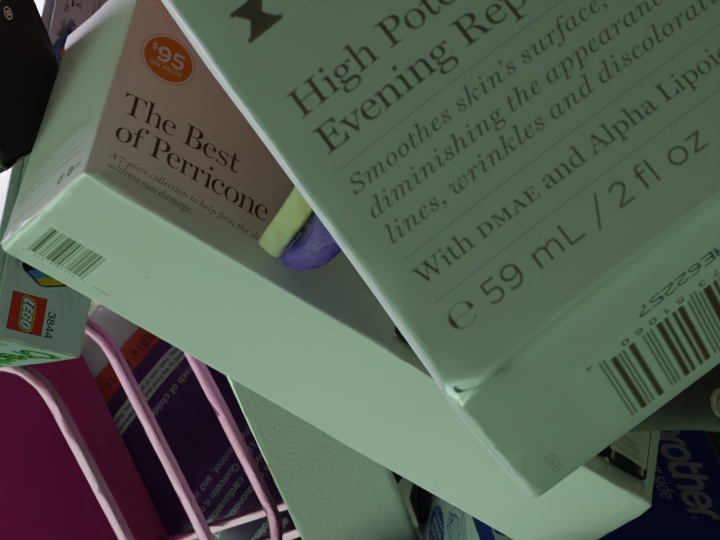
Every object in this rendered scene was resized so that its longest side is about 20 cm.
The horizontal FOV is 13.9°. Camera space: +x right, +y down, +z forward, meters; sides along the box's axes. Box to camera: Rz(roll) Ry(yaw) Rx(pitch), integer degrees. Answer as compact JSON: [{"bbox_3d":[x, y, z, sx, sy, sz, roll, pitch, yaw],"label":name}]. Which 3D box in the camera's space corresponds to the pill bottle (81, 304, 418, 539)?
[{"bbox_3d":[-0.041,0.094,1.263,0.200,0.112,0.112,39,165,7],"label":"pill bottle"}]

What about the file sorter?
[{"bbox_3d":[-0.099,0.071,1.101,0.125,0.200,0.139,-20,100,27],"label":"file sorter"}]

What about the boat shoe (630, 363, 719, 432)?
[{"bbox_3d":[0.116,0.032,0.687,0.200,0.057,0.067,22,163,-39],"label":"boat shoe"}]

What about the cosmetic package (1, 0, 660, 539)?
[{"bbox_3d":[0.000,0.000,0.860,0.200,0.083,0.051,30,136,-22],"label":"cosmetic package"}]

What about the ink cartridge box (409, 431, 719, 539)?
[{"bbox_3d":[0.081,0.114,0.898,0.200,0.094,0.044,-107,25,-57],"label":"ink cartridge box"}]

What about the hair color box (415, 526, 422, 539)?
[{"bbox_3d":[0.000,0.142,1.014,0.099,0.200,0.061,-8,98,22],"label":"hair color box"}]

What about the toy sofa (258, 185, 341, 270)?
[{"bbox_3d":[0.046,-0.034,0.731,0.083,0.098,0.200,40,164,2],"label":"toy sofa"}]

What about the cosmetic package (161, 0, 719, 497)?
[{"bbox_3d":[0.013,-0.065,0.595,0.200,0.102,0.074,53,180,26],"label":"cosmetic package"}]

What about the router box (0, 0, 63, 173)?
[{"bbox_3d":[-0.186,-0.109,0.867,0.149,0.051,0.200,-16,101,30],"label":"router box"}]

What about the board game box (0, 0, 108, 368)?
[{"bbox_3d":[-0.136,-0.030,0.971,0.035,0.126,0.200,15,168,-29],"label":"board game box"}]

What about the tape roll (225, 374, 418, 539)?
[{"bbox_3d":[-0.036,0.006,0.986,0.203,0.037,0.203,156,90,-89],"label":"tape roll"}]
